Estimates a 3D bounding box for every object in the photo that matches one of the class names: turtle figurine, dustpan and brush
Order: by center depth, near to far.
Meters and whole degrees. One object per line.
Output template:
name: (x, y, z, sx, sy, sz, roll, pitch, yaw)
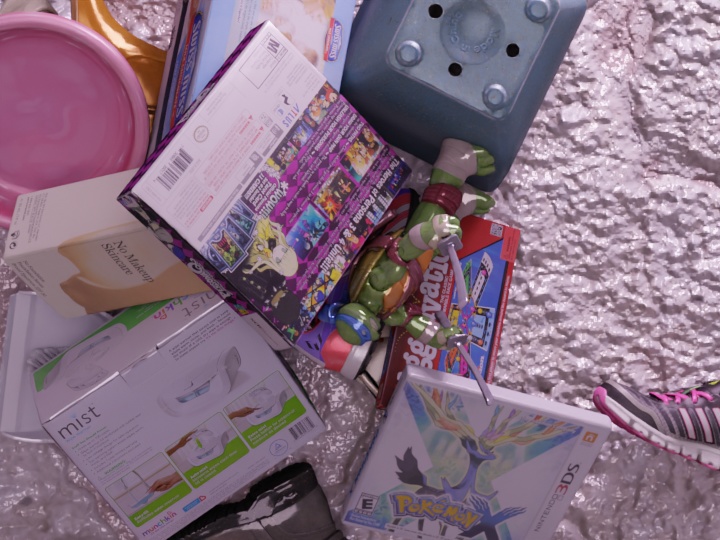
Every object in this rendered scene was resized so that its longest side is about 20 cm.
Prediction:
turtle figurine: (0.078, -0.001, 1.268, 0.144, 0.199, 0.195, 49, 57, -35)
dustpan and brush: (-0.227, 0.095, 1.382, 0.199, 0.057, 0.141, 4, 100, -28)

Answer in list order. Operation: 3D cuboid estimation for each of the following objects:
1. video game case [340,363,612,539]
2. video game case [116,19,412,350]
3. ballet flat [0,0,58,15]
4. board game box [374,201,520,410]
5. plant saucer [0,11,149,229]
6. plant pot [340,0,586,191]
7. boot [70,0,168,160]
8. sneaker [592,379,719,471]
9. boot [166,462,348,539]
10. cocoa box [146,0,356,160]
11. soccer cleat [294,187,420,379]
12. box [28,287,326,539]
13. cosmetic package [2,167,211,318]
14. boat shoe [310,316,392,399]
video game case: (0.104, 0.183, 1.367, 0.199, 0.022, 0.183, 15, 121, -12)
video game case: (-0.071, -0.070, 1.202, 0.181, 0.036, 0.200, 44, 61, -19)
ballet flat: (-0.352, -0.170, 1.377, 0.069, 0.069, 0.200, 35, 88, -3)
board game box: (0.082, 0.043, 1.384, 0.102, 0.019, 0.201, 16, 73, -12)
plant saucer: (-0.285, -0.133, 1.317, 0.199, 0.051, 0.202, -2, 115, -5)
plant pot: (0.089, -0.198, 1.326, 0.195, 0.200, 0.197, 26, 90, -4)
boot: (-0.191, -0.189, 1.382, 0.143, 0.071, 0.203, -8, 98, -8)
sneaker: (0.316, 0.133, 1.411, 0.199, 0.074, 0.088, 22, 90, -8)
boot: (-0.102, 0.278, 1.397, 0.199, 0.068, 0.131, -25, 98, -1)
cocoa box: (-0.095, -0.173, 1.312, 0.133, 0.131, 0.201, 15, 74, -20)
soccer cleat: (0.000, 0.000, 1.357, 0.073, 0.068, 0.201, 22, 62, -3)
box: (-0.163, 0.118, 1.336, 0.199, 0.097, 0.177, -35, 121, -2)
cosmetic package: (-0.190, -0.027, 1.275, 0.199, 0.105, 0.071, -11, 53, 22)
boat shoe: (0.011, 0.072, 1.397, 0.071, 0.063, 0.200, -38, 92, 0)
